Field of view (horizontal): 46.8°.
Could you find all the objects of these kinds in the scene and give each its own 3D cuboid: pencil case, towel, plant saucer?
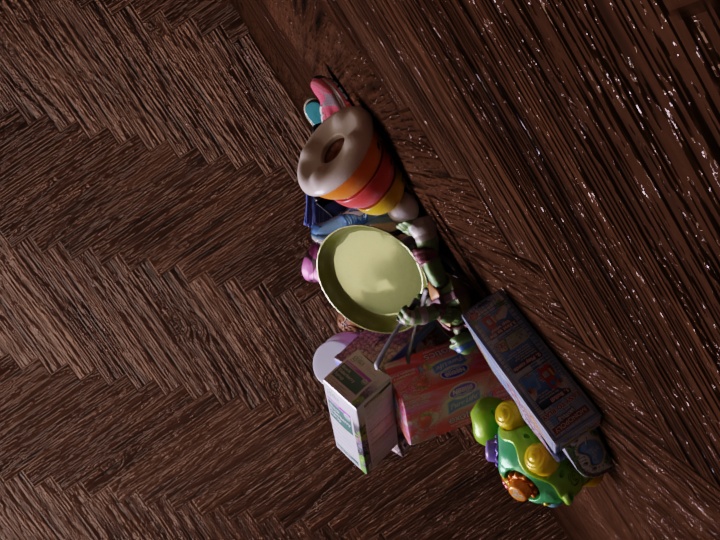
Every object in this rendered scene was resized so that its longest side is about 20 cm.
[{"bbox_3d":[0.000,0.000,1.436,0.198,0.092,0.094,16,169,32],"label":"pencil case"},{"bbox_3d":[-0.063,-0.166,1.532,0.200,0.023,0.147,-42,-46,-68],"label":"towel"},{"bbox_3d":[0.023,0.010,1.335,0.201,0.198,0.031,57,-141,-15],"label":"plant saucer"}]

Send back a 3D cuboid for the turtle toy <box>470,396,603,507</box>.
[{"bbox_3d":[0.220,0.237,1.110,0.145,0.102,0.201,23,-158,-39],"label":"turtle toy"}]

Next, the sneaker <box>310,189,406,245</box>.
[{"bbox_3d":[0.003,-0.092,1.372,0.078,0.198,0.091,-3,-99,-60],"label":"sneaker"}]

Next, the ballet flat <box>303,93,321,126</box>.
[{"bbox_3d":[-0.041,-0.262,1.641,0.201,0.069,0.070,59,179,-20],"label":"ballet flat"}]

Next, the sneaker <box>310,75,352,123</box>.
[{"bbox_3d":[-0.039,-0.225,1.336,0.201,0.086,0.074,57,179,14],"label":"sneaker"}]

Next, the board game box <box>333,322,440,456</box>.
[{"bbox_3d":[0.066,0.188,1.449,0.096,0.159,0.202,22,144,43],"label":"board game box"}]

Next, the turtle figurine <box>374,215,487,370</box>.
[{"bbox_3d":[0.077,0.034,1.176,0.143,0.199,0.197,-5,-101,-47],"label":"turtle figurine"}]

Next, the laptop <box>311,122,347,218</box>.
[{"bbox_3d":[-0.011,-0.166,1.487,0.177,0.102,0.203,-44,-44,-68],"label":"laptop"}]

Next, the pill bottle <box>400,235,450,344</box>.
[{"bbox_3d":[0.116,0.039,1.492,0.201,0.108,0.109,58,180,-5],"label":"pill bottle"}]

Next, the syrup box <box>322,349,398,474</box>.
[{"bbox_3d":[0.003,0.227,1.325,0.078,0.081,0.201,35,151,32],"label":"syrup box"}]

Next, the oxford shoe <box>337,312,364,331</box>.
[{"bbox_3d":[-0.009,0.093,1.579,0.072,0.071,0.200,58,179,-2],"label":"oxford shoe"}]

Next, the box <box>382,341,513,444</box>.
[{"bbox_3d":[0.146,0.183,1.330,0.103,0.197,0.096,-123,18,-55],"label":"box"}]

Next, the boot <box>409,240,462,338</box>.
[{"bbox_3d":[0.149,0.051,1.342,0.202,0.072,0.144,61,177,-20],"label":"boot"}]

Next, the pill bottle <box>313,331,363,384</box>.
[{"bbox_3d":[-0.011,0.170,1.543,0.111,0.110,0.200,57,-164,16],"label":"pill bottle"}]

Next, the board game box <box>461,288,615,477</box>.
[{"bbox_3d":[0.216,0.153,0.960,0.201,0.061,0.200,57,-179,-32],"label":"board game box"}]

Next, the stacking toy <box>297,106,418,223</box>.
[{"bbox_3d":[0.017,-0.134,1.239,0.199,0.146,0.147,35,-166,-36],"label":"stacking toy"}]
